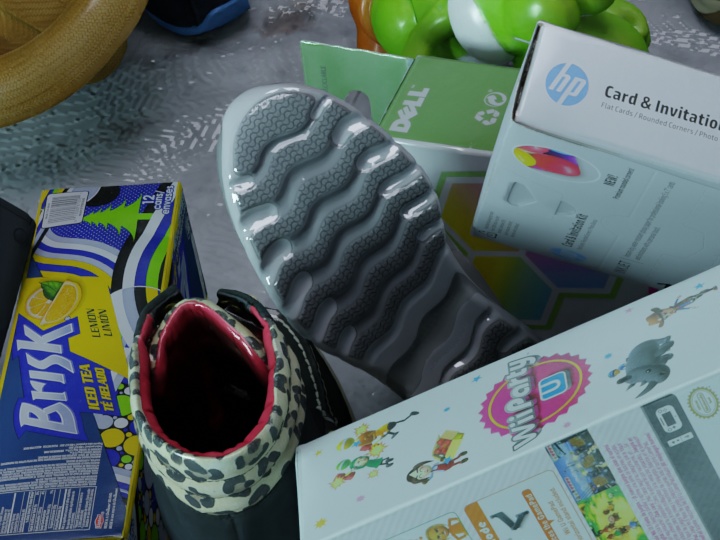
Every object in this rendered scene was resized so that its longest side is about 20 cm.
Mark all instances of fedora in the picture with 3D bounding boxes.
[{"bbox_3d":[-0.167,-0.142,1.204,0.199,0.082,0.202,-9,65,21],"label":"fedora"}]

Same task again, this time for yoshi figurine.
[{"bbox_3d":[0.067,-0.098,1.114,0.111,0.113,0.200,20,0,-18],"label":"yoshi figurine"}]

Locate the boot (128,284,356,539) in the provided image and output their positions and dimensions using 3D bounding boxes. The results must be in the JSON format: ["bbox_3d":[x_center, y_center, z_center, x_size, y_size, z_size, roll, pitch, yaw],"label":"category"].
[{"bbox_3d":[-0.042,0.052,0.941,0.073,0.154,0.204,-9,43,3],"label":"boot"}]

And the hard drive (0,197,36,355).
[{"bbox_3d":[-0.206,0.035,0.952,0.033,0.139,0.201,-30,39,44],"label":"hard drive"}]

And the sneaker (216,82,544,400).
[{"bbox_3d":[0.000,0.000,0.978,0.075,0.200,0.082,-43,37,-6],"label":"sneaker"}]

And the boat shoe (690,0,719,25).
[{"bbox_3d":[0.170,-0.200,1.245,0.073,0.065,0.201,-16,42,-5],"label":"boat shoe"}]

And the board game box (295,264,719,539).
[{"bbox_3d":[0.098,0.088,0.838,0.199,0.148,0.064,-24,29,11],"label":"board game box"}]

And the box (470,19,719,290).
[{"bbox_3d":[0.144,-0.019,0.890,0.199,0.156,0.041,15,77,1],"label":"box"}]

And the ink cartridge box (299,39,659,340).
[{"bbox_3d":[0.062,-0.027,1.047,0.199,0.104,0.059,10,44,19],"label":"ink cartridge box"}]

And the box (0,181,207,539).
[{"bbox_3d":[-0.106,0.055,1.010,0.064,0.070,0.201,-3,43,7],"label":"box"}]

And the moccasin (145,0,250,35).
[{"bbox_3d":[-0.122,-0.192,1.282,0.080,0.068,0.199,-37,49,-28],"label":"moccasin"}]
